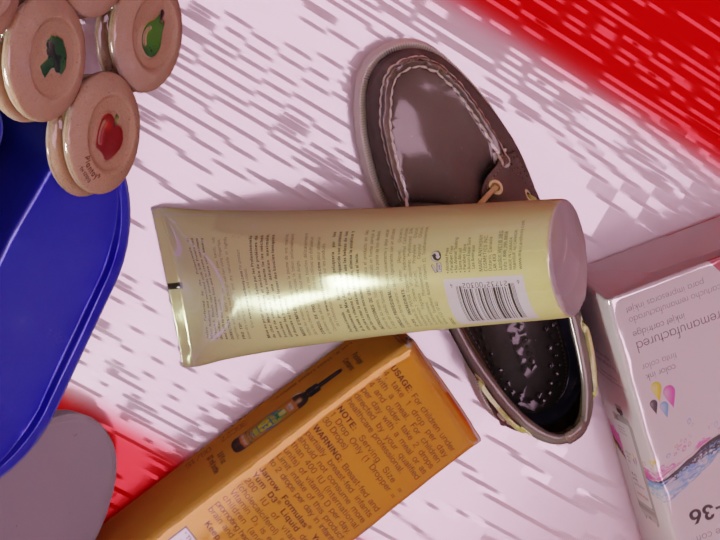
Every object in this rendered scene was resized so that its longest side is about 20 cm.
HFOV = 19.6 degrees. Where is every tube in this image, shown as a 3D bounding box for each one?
[{"bbox_3d":[0.000,0.000,0.924,0.198,0.052,0.058,-5,63,24],"label":"tube"}]

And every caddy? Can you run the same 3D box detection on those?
[{"bbox_3d":[-0.190,-0.002,0.888,0.141,0.105,0.201,26,89,-36],"label":"caddy"}]

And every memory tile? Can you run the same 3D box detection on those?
[{"bbox_3d":[-0.116,-0.138,0.807,0.200,0.017,0.154,55,50,-51],"label":"memory tile"}]

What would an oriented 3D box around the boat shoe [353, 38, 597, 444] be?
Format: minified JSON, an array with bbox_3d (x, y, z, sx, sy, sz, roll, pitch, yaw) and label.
[{"bbox_3d":[0.057,-0.012,0.963,0.072,0.060,0.203,-26,106,-6],"label":"boat shoe"}]

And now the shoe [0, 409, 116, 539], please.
[{"bbox_3d":[-0.198,0.138,0.934,0.200,0.091,0.072,-52,124,-29],"label":"shoe"}]

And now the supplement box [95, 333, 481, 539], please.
[{"bbox_3d":[-0.044,0.108,0.963,0.200,0.067,0.069,-39,107,-2],"label":"supplement box"}]

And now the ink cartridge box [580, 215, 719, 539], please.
[{"bbox_3d":[0.187,0.080,1.008,0.116,0.067,0.201,-20,105,-8],"label":"ink cartridge box"}]
